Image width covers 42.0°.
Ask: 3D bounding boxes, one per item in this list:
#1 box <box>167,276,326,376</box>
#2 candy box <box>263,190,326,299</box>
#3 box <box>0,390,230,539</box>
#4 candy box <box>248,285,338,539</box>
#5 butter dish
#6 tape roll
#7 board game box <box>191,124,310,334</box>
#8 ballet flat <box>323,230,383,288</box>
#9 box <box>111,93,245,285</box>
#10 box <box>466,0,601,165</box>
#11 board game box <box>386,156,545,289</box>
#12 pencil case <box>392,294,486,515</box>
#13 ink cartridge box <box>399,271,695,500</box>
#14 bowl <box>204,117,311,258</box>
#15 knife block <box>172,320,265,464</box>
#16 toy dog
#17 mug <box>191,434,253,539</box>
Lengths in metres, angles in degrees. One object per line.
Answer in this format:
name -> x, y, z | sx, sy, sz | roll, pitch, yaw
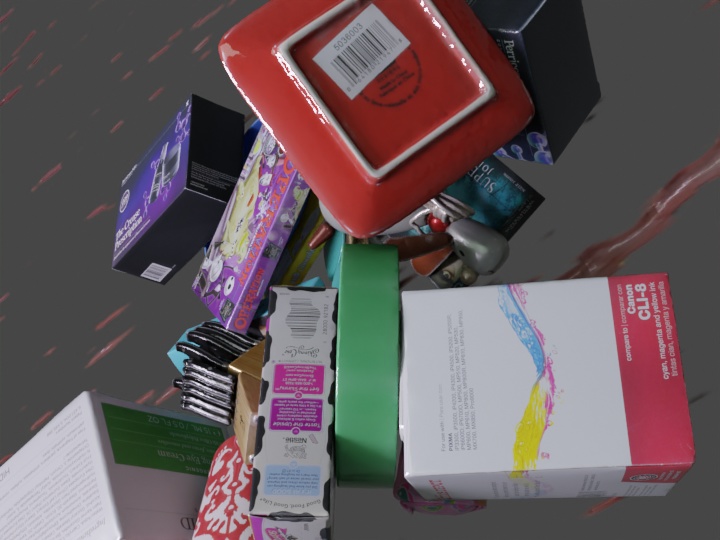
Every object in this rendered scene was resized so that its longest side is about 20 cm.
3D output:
box -> -0.106, 0.080, 1.003 | 0.200, 0.082, 0.049 | -22, 20, 33
candy box -> -0.054, -0.059, 1.020 | 0.200, 0.026, 0.102 | -58, 25, 20
box -> -0.252, 0.261, 0.980 | 0.200, 0.199, 0.171 | -39, 53, 21
candy box -> -0.049, 0.131, 0.760 | 0.061, 0.136, 0.200 | 1, 53, 0
butter dish -> 0.006, -0.146, 0.792 | 0.200, 0.199, 0.148 | -37, 4, -14
tape roll -> 0.006, 0.078, 0.777 | 0.048, 0.200, 0.201 | 0, 69, 1
board game box -> -0.110, -0.047, 0.973 | 0.120, 0.032, 0.200 | 34, 102, 52
ballet flat -> 0.000, 0.000, 0.964 | 0.200, 0.065, 0.071 | -97, 22, -55
box -> -0.221, -0.094, 1.133 | 0.200, 0.079, 0.141 | -38, 42, 42
box -> 0.104, -0.200, 0.880 | 0.200, 0.148, 0.107 | 15, 55, 37
board game box -> 0.078, -0.079, 0.962 | 0.135, 0.028, 0.200 | -51, 50, 11
pencil case -> 0.073, 0.119, 0.850 | 0.087, 0.087, 0.200 | -12, 68, 35
ink cartridge box -> 0.135, 0.097, 0.724 | 0.200, 0.145, 0.145 | -4, 69, 8
bowl -> -0.115, -0.085, 1.073 | 0.201, 0.039, 0.201 | -38, 41, 43
knife block -> -0.083, 0.111, 0.937 | 0.176, 0.200, 0.064 | -118, 33, -55
toy dog -> 0.028, -0.035, 0.878 | 0.200, 0.132, 0.096 | 29, 90, 37
mug -> -0.100, 0.271, 0.879 | 0.200, 0.133, 0.178 | -91, 7, -57
